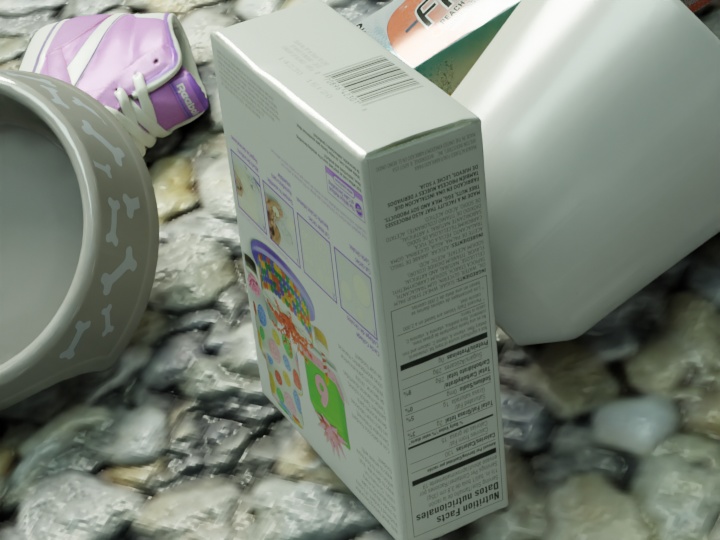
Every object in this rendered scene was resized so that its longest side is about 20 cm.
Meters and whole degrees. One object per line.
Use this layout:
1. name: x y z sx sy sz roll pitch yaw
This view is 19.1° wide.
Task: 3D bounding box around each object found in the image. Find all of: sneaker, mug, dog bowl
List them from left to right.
1. dog bowl: -0.210 -0.016 1.144 0.199 0.059 0.201 -3 81 16
2. sneaker: -0.149 -0.076 1.225 0.114 0.073 0.201 -5 52 20
3. mug: 0.102 -0.044 0.995 0.153 0.187 0.149 -45 73 1

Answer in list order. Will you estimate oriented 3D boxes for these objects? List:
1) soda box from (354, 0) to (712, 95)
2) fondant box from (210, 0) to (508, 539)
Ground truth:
1. soda box: 0.092 -0.136 1.113 0.199 0.068 0.064 -31 40 6
2. fondant box: 0.000 0.000 0.942 0.058 0.201 0.144 -20 35 -21
